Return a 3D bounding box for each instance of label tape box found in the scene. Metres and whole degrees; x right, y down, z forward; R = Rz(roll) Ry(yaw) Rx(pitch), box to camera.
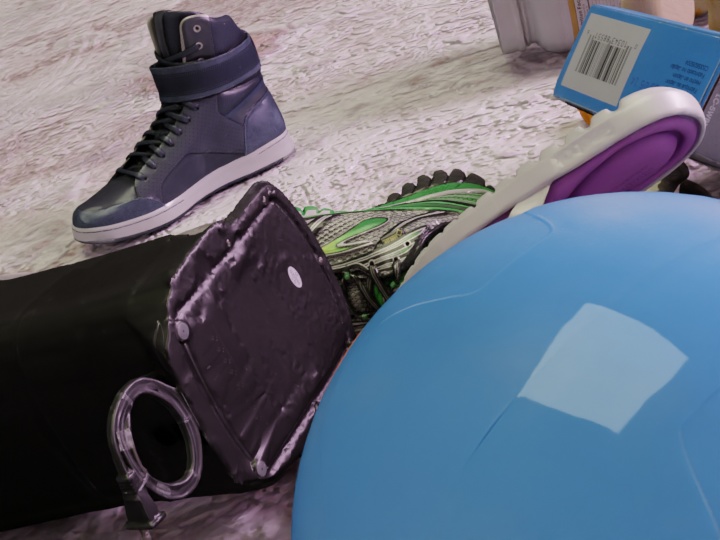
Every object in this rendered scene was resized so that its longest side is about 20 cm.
[{"bbox_3d":[0.231,-0.078,0.777,0.200,0.063,0.144,19,10,-25],"label":"label tape box"}]

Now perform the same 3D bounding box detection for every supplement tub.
[{"bbox_3d":[0.198,-0.262,1.133,0.200,0.145,0.144,-14,24,7],"label":"supplement tub"}]

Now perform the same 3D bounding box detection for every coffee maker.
[{"bbox_3d":[-0.132,0.051,0.652,0.200,0.135,0.192,-15,1,30],"label":"coffee maker"}]

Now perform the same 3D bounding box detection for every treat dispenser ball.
[{"bbox_3d":[0.079,0.078,0.395,0.200,0.201,0.201,-14,24,6],"label":"treat dispenser ball"}]

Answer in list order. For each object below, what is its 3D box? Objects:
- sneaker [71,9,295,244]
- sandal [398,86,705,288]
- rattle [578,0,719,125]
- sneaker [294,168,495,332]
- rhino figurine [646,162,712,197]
[{"bbox_3d":[-0.155,-0.118,1.061,0.202,0.146,0.077,-34,30,-30],"label":"sneaker"},{"bbox_3d":[0.088,-0.011,0.678,0.203,0.082,0.050,-45,53,30],"label":"sandal"},{"bbox_3d":[0.168,-0.169,0.889,0.143,0.130,0.200,23,2,43],"label":"rattle"},{"bbox_3d":[0.000,0.000,0.776,0.200,0.078,0.085,-22,26,-9],"label":"sneaker"},{"bbox_3d":[0.147,-0.017,0.724,0.087,0.060,0.200,-51,27,-1],"label":"rhino figurine"}]
